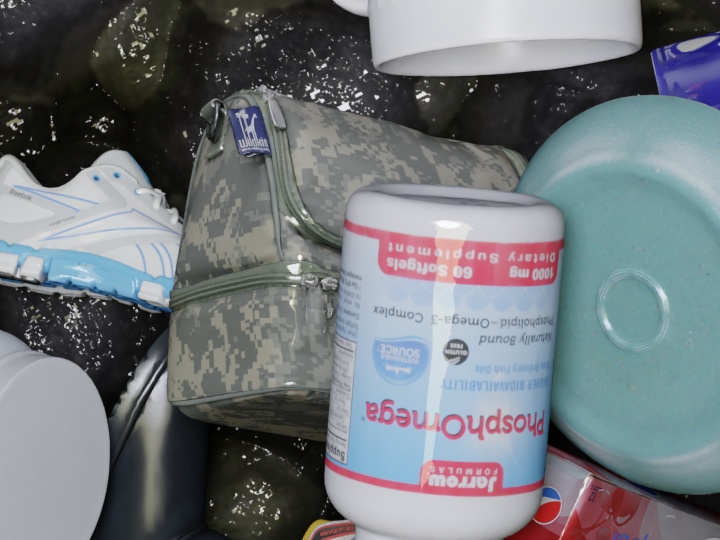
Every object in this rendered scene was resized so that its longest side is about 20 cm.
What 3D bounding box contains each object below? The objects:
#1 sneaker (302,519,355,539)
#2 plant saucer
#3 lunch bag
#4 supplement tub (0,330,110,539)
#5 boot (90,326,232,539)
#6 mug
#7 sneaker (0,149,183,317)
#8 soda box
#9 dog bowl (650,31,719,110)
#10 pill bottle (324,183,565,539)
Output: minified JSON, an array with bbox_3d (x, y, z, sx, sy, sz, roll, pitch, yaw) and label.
[{"bbox_3d":[0.059,0.141,1.421,0.199,0.082,0.078,-12,133,-23],"label":"sneaker"},{"bbox_3d":[0.140,0.017,1.274,0.199,0.036,0.201,12,109,37],"label":"plant saucer"},{"bbox_3d":[0.000,0.000,1.388,0.199,0.139,0.169,10,74,-31],"label":"lunch bag"},{"bbox_3d":[-0.250,0.097,1.408,0.199,0.145,0.146,6,90,29],"label":"supplement tub"},{"bbox_3d":[-0.077,0.149,1.453,0.167,0.076,0.201,27,95,6],"label":"boot"},{"bbox_3d":[0.053,-0.199,1.419,0.199,0.147,0.177,-6,87,37],"label":"mug"},{"bbox_3d":[-0.123,-0.021,1.463,0.199,0.075,0.087,12,82,3],"label":"sneaker"},{"bbox_3d":[0.137,0.145,1.373,0.063,0.200,0.070,28,92,41],"label":"soda box"},{"bbox_3d":[0.209,-0.027,1.364,0.078,0.200,0.201,-12,89,7],"label":"dog bowl"},{"bbox_3d":[0.039,0.063,1.259,0.108,0.109,0.201,5,97,6],"label":"pill bottle"}]
